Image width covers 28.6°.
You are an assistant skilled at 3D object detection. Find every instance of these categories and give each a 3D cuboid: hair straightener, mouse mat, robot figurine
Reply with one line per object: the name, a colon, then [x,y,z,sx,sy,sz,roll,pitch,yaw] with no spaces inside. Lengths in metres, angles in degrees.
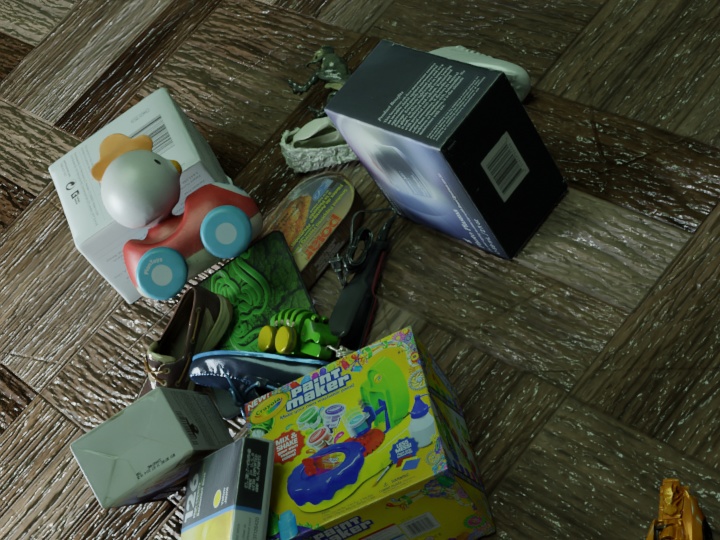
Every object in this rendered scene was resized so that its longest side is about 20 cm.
hair straightener: [0.000,0.000,1.637,0.041,0.077,0.201,-1,53,36]
mouse mat: [-0.129,0.063,1.681,0.161,0.008,0.200,-34,52,12]
robot figurine: [0.298,0.273,1.205,0.144,0.058,0.201,-10,47,28]

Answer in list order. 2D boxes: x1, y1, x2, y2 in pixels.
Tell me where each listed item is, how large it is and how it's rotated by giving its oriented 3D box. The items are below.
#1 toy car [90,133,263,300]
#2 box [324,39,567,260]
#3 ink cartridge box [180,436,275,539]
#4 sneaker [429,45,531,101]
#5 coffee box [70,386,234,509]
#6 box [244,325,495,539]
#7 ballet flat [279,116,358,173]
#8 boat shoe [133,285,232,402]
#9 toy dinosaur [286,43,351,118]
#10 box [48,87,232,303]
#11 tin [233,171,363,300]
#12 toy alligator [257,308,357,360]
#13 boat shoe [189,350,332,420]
toy car: [-0.235,-0.087,1.704,0.176,0.201,0.184,-32,7,0]
box: [0.097,-0.137,1.605,0.198,0.200,0.123,25,70,46]
ink cartridge box: [-0.150,0.282,1.402,0.200,0.047,0.199,-33,47,54]
sneaker: [0.131,-0.250,1.782,0.199,0.077,0.081,7,48,36]
coffee box: [-0.216,0.190,1.518,0.114,0.200,0.080,-32,80,3]
box: [0.005,0.197,1.425,0.199,0.122,0.193,-26,42,11]
ballet flat: [-0.016,-0.175,1.815,0.199,0.072,0.072,-16,46,21]
boat shoe: [-0.229,0.108,1.672,0.072,0.072,0.201,33,91,42]
toy dinosaur: [-0.042,-0.249,1.916,0.088,0.048,0.200,-33,45,-5]
box: [-0.284,-0.101,1.878,0.200,0.131,0.199,-35,42,3]
tin: [-0.075,-0.036,1.751,0.112,0.042,0.200,22,67,48]
toy alligator: [-0.057,0.069,1.561,0.200,0.059,0.055,-3,77,57]
boat shoe: [-0.108,0.130,1.583,0.199,0.084,0.069,1,73,29]
